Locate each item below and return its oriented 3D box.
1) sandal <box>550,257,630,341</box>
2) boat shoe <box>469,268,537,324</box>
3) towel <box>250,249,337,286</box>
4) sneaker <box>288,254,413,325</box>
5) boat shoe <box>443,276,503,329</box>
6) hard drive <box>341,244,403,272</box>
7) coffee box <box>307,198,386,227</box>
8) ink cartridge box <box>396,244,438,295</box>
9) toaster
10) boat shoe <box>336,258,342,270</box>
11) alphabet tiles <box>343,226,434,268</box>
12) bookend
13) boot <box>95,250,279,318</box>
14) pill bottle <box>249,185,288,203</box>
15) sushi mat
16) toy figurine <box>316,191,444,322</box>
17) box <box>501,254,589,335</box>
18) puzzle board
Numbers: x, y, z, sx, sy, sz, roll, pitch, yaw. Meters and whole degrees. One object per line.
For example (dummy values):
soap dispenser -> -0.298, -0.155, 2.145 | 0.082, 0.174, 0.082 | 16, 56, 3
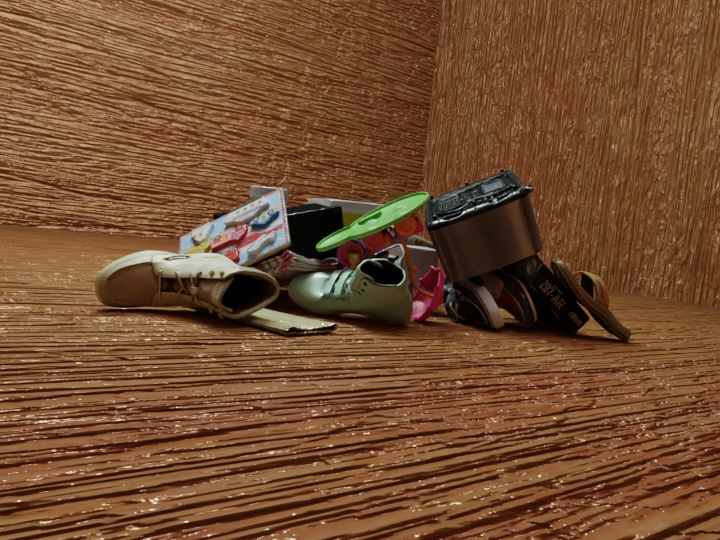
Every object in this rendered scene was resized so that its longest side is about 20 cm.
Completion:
sandal -> 0.395, 0.041, 1.106 | 0.199, 0.054, 0.080 | 41, 6, -12
boat shoe -> 0.238, 0.033, 1.149 | 0.062, 0.072, 0.201 | -21, 40, -11
towel -> -0.152, 0.008, 1.067 | 0.197, 0.030, 0.146 | -15, -9, 27
sneaker -> -0.019, 0.013, 0.967 | 0.197, 0.075, 0.119 | 9, -35, 12
boat shoe -> 0.180, 0.058, 1.128 | 0.067, 0.073, 0.200 | -27, 24, -6
hard drive -> 0.000, 0.000, 1.257 | 0.130, 0.026, 0.200 | -25, -2, -11
coffee box -> -0.014, -0.060, 1.531 | 0.196, 0.202, 0.199 | 3, 5, -20
ink cartridge box -> 0.100, 0.011, 1.277 | 0.067, 0.118, 0.200 | 7, 3, -3
toaster -> 0.210, -0.082, 1.129 | 0.178, 0.120, 0.200 | -21, 17, 10
boat shoe -> -0.093, 0.003, 1.324 | 0.073, 0.064, 0.200 | 19, -12, -27
alphabet tiles -> 0.041, -0.027, 1.371 | 0.198, 0.167, 0.008 | 20, 38, -34
bookend -> -0.155, -0.068, 1.211 | 0.196, 0.094, 0.199 | -12, 15, -22
boot -> -0.219, 0.021, 0.833 | 0.198, 0.073, 0.154 | -6, 14, -39
pill bottle -> -0.203, -0.075, 1.395 | 0.110, 0.204, 0.112 | 6, 3, 0
sushi mat -> -0.132, 0.061, 0.875 | 0.198, 0.012, 0.095 | 9, 3, 38
toy figurine -> 0.054, 0.001, 1.050 | 0.197, 0.186, 0.150 | -24, 14, 6
box -> 0.315, 0.031, 1.197 | 0.161, 0.043, 0.200 | 48, -1, -6
puzzle board -> -0.207, -0.050, 1.039 | 0.197, 0.018, 0.152 | -24, 41, 7
